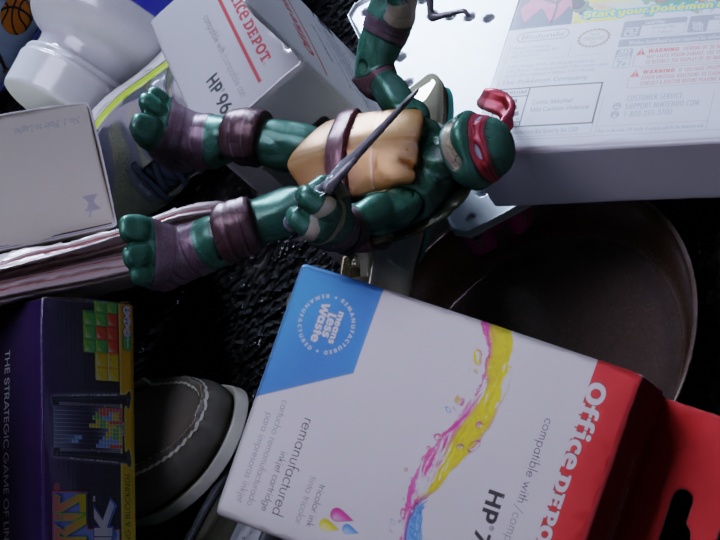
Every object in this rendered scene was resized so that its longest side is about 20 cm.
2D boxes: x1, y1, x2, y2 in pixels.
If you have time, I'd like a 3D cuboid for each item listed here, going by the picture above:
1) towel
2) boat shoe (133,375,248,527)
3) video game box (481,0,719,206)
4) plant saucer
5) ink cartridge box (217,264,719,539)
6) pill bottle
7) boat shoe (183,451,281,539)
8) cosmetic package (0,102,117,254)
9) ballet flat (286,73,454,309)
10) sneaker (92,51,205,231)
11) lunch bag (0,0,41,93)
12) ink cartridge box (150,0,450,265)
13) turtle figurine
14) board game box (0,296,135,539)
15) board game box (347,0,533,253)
[{"bbox_3d":[-0.162,0.000,1.136,0.189,0.033,0.200,-12,0,-11],"label":"towel"},{"bbox_3d":[-0.132,0.092,1.130,0.201,0.060,0.073,-23,42,49],"label":"boat shoe"},{"bbox_3d":[0.165,-0.114,1.016,0.198,0.047,0.183,-1,53,27],"label":"video game box"},{"bbox_3d":[0.078,0.050,1.035,0.199,0.032,0.202,-22,48,27],"label":"plant saucer"},{"bbox_3d":[0.053,0.084,0.930,0.198,0.067,0.117,17,85,19],"label":"ink cartridge box"},{"bbox_3d":[-0.131,-0.176,1.329,0.112,0.112,0.201,15,71,46],"label":"pill bottle"},{"bbox_3d":[-0.074,0.162,1.061,0.075,0.060,0.201,15,71,46],"label":"boat shoe"},{"bbox_3d":[-0.223,-0.037,1.248,0.200,0.103,0.074,-17,86,63],"label":"cosmetic package"},{"bbox_3d":[0.000,0.000,1.024,0.069,0.069,0.202,-1,76,41],"label":"ballet flat"},{"bbox_3d":[-0.096,-0.086,1.263,0.201,0.074,0.081,-52,45,0],"label":"sneaker"},{"bbox_3d":[-0.269,-0.216,1.443,0.075,0.160,0.201,13,68,46],"label":"lunch bag"},{"bbox_3d":[-0.035,-0.084,1.105,0.068,0.200,0.116,-39,41,10],"label":"ink cartridge box"},{"bbox_3d":[-0.007,-0.052,0.958,0.198,0.101,0.151,-12,40,24],"label":"turtle figurine"},{"bbox_3d":[-0.177,0.124,1.091,0.165,0.056,0.202,-15,74,52],"label":"board game box"},{"bbox_3d":[0.110,-0.117,1.102,0.199,0.026,0.201,-27,43,3],"label":"board game box"}]
